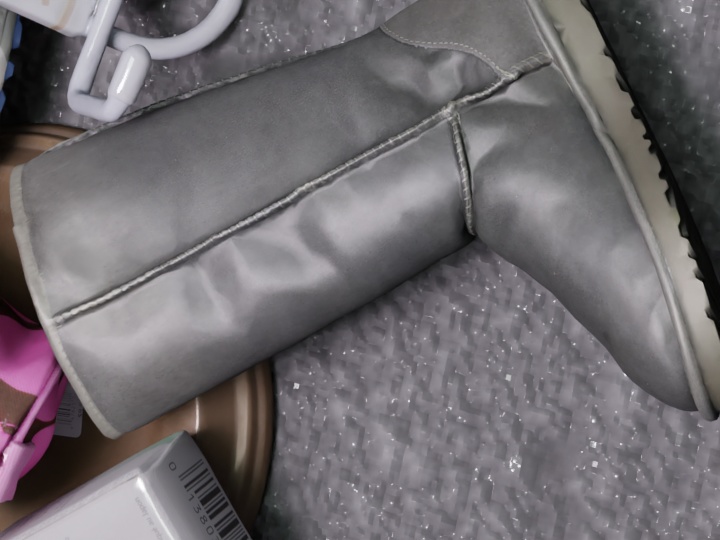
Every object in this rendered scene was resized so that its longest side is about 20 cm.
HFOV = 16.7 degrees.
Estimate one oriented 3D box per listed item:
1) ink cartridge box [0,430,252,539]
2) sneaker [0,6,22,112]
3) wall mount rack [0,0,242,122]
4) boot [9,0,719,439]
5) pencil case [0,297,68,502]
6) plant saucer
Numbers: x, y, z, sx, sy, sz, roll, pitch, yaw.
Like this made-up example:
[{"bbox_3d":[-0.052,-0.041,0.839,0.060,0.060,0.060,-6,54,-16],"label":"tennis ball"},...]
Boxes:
[{"bbox_3d":[-0.101,0.170,0.820,0.199,0.050,0.161,-30,92,23],"label":"ink cartridge box"},{"bbox_3d":[-0.158,-0.106,0.833,0.077,0.085,0.201,27,97,56],"label":"sneaker"},{"bbox_3d":[-0.102,-0.149,0.766,0.074,0.199,0.175,17,86,65],"label":"wall mount rack"},{"bbox_3d":[0.001,0.002,0.762,0.199,0.073,0.183,-26,65,6],"label":"boot"},{"bbox_3d":[-0.183,0.006,0.775,0.200,0.094,0.091,35,82,-14],"label":"pencil case"},{"bbox_3d":[-0.124,0.048,0.859,0.199,0.029,0.201,-1,89,24],"label":"plant saucer"}]
